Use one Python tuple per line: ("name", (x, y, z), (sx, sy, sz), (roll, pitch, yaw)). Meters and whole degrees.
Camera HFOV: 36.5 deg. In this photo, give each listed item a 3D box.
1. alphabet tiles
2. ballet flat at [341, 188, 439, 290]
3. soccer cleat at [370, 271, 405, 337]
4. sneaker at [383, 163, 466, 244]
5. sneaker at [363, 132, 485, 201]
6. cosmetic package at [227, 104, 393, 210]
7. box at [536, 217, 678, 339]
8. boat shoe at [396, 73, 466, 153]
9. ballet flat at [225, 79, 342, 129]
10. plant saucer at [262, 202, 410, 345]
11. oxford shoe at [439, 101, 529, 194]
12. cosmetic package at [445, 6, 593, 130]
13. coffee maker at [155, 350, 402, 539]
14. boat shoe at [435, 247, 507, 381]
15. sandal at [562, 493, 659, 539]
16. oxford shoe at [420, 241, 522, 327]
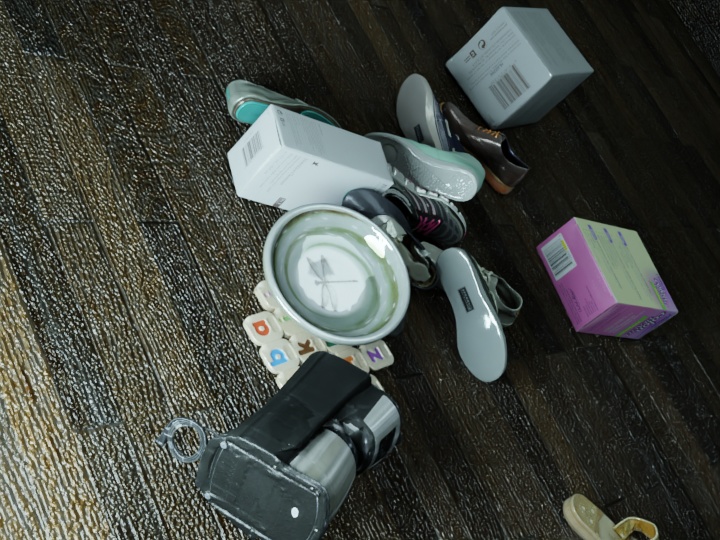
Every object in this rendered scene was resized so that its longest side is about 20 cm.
("alphabet tiles", (-0.050, 0.091, 1.366), (0.195, 0.015, 0.200), (-17, 70, -47))
("ballet flat", (0.049, -0.037, 1.521), (0.200, 0.073, 0.073), (47, 29, -37))
("soccer cleat", (0.000, 0.000, 1.476), (0.200, 0.068, 0.073), (50, 30, 7))
("sneaker", (0.075, -0.081, 1.634), (0.200, 0.074, 0.088), (32, 45, -27))
("sneaker", (0.100, -0.166, 1.717), (0.200, 0.074, 0.118), (23, 20, 12))
("cosmetic package", (-0.067, -0.140, 1.496), (0.200, 0.113, 0.081), (14, 47, -37))
("box", (0.431, 0.016, 1.912), (0.200, 0.097, 0.176), (7, 51, -43))
("boat shoe", (0.123, -0.233, 1.842), (0.093, 0.075, 0.201), (20, 52, -42))
("ballet flat", (-0.108, -0.229, 1.578), (0.200, 0.067, 0.064), (15, 39, -40))
("plant saucer", (-0.035, 0.011, 1.380), (0.200, 0.050, 0.201), (13, 57, -21))
("oxford shoe", (0.218, -0.231, 1.934), (0.200, 0.073, 0.071), (47, 35, -2))
("cosmetic package", (0.307, -0.389, 2.104), (0.200, 0.167, 0.167), (-18, 70, -54))
("coffee maker", (-0.073, 0.173, 1.164), (0.192, 0.135, 0.200), (48, 33, 0))
("boat shoe", (0.170, 0.060, 1.582), (0.064, 0.071, 0.201), (-3, 75, -64))
("sandal", (0.381, 0.375, 1.529), (0.212, 0.070, 0.078), (38, 36, -15))
("oxford shoe", (0.167, 0.013, 1.656), (0.200, 0.058, 0.075), (35, 40, -16))
